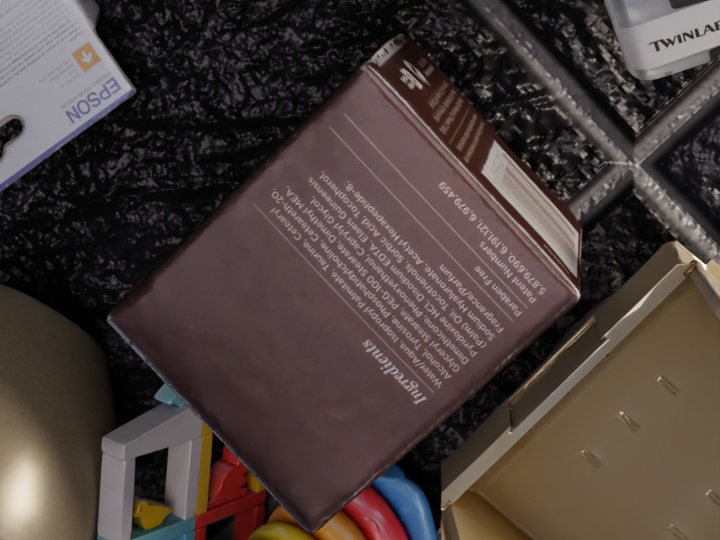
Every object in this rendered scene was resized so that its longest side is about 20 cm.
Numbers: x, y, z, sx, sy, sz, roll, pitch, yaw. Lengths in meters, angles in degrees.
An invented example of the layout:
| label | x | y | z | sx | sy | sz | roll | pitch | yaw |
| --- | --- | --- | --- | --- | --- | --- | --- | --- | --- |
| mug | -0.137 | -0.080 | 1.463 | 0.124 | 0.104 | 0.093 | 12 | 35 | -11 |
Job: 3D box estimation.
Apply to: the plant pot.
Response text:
| label | x | y | z | sx | sy | sz | roll | pitch | yaw |
| --- | --- | --- | --- | --- | --- | --- | --- | --- | --- |
| plant pot | -0.225 | 0.086 | 0.924 | 0.199 | 0.200 | 0.135 | 27 | 70 | 2 |

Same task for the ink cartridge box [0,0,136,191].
| label | x | y | z | sx | sy | sz | roll | pitch | yaw |
| --- | --- | --- | --- | --- | --- | --- | --- | --- | --- |
| ink cartridge box | -0.263 | -0.139 | 0.936 | 0.196 | 0.043 | 0.201 | -33 | 99 | 13 |

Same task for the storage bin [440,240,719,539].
| label | x | y | z | sx | sy | sz | roll | pitch | yaw |
| --- | --- | --- | --- | --- | --- | --- | --- | --- | --- |
| storage bin | 0.175 | 0.123 | 0.826 | 0.198 | 0.094 | 0.200 | 40 | 108 | -11 |

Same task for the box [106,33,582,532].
| label | x | y | z | sx | sy | sz | roll | pitch | yaw |
| --- | --- | --- | --- | --- | --- | --- | --- | --- | --- |
| box | 0.000 | 0.000 | 0.862 | 0.200 | 0.166 | 0.164 | -42 | 95 | 15 |

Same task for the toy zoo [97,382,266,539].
| label | x | y | z | sx | sy | sz | roll | pitch | yaw |
| --- | --- | --- | --- | --- | --- | --- | --- | --- | --- |
| toy zoo | -0.107 | 0.153 | 0.938 | 0.020 | 0.131 | 0.202 | 16 | 107 | 35 |

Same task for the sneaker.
| label | x | y | z | sx | sy | sz | roll | pitch | yaw |
| --- | --- | --- | --- | --- | --- | --- | --- | --- | --- |
| sneaker | 0.142 | 0.114 | 0.919 | 0.115 | 0.081 | 0.200 | 35 | 112 | -5 |

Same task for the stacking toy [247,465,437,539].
| label | x | y | z | sx | sy | sz | roll | pitch | yaw |
| --- | --- | --- | --- | --- | --- | --- | --- | --- | --- |
| stacking toy | -0.051 | 0.193 | 0.894 | 0.116 | 0.199 | 0.111 | 3 | 110 | 44 |

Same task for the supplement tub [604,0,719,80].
| label | x | y | z | sx | sy | sz | roll | pitch | yaw |
| --- | --- | --- | --- | --- | --- | --- | --- | --- | --- |
| supplement tub | 0.220 | -0.186 | 0.807 | 0.198 | 0.123 | 0.123 | -17 | 100 | 13 |
